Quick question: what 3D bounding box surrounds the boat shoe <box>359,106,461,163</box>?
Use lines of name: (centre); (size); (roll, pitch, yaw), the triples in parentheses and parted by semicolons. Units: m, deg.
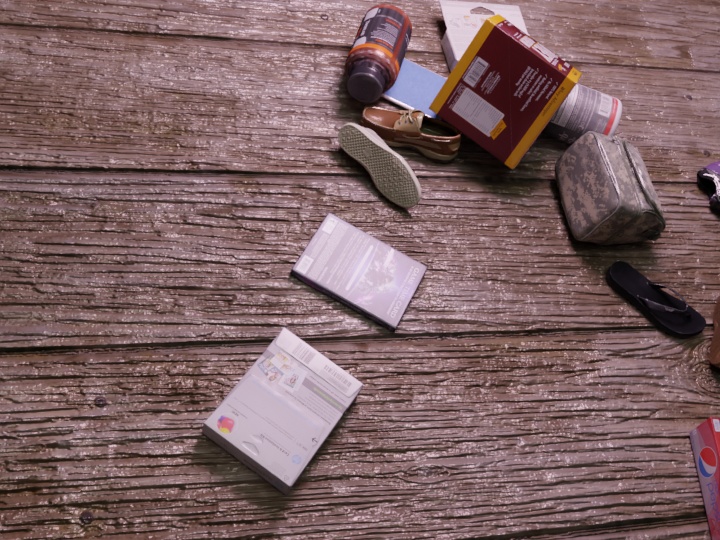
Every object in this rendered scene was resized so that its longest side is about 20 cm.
boat shoe: (0.100, -0.274, 1.594); (0.198, 0.074, 0.076); (17, 54, -5)

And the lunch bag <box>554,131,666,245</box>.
lunch bag: (0.483, -0.153, 1.595); (0.166, 0.139, 0.202); (9, 55, -30)

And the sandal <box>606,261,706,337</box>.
sandal: (0.540, 0.053, 1.527); (0.199, 0.043, 0.076); (34, 55, 7)

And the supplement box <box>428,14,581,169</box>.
supplement box: (0.274, -0.339, 1.581); (0.199, 0.198, 0.133); (36, 26, 4)

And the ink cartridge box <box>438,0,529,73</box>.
ink cartridge box: (0.271, -0.498, 1.806); (0.198, 0.045, 0.178); (-2, 59, -18)

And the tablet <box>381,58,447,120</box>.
tablet: (0.089, -0.379, 1.696); (0.199, 0.014, 0.131); (26, 54, 1)

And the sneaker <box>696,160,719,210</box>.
sneaker: (0.758, -0.132, 1.707); (0.087, 0.076, 0.201); (-20, 61, -10)

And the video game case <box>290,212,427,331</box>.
video game case: (0.000, 0.000, 1.421); (0.199, 0.019, 0.143); (29, 55, 3)

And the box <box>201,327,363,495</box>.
box: (-0.112, 0.203, 1.243); (0.155, 0.041, 0.200); (34, 54, 7)

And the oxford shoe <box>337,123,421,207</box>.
oxford shoe: (0.041, -0.196, 1.535); (0.200, 0.075, 0.058); (45, 21, 13)

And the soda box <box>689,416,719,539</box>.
soda box: (0.587, 0.341, 1.336); (0.063, 0.070, 0.202); (9, 56, -11)

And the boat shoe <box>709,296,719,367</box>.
boat shoe: (0.687, 0.100, 1.528); (0.064, 0.071, 0.201); (28, 62, -4)

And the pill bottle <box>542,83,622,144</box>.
pill bottle: (0.412, -0.322, 1.690); (0.198, 0.116, 0.117); (20, 54, -2)

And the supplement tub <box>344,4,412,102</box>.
supplement tub: (0.032, -0.419, 1.632); (0.106, 0.107, 0.201); (20, 54, -3)
